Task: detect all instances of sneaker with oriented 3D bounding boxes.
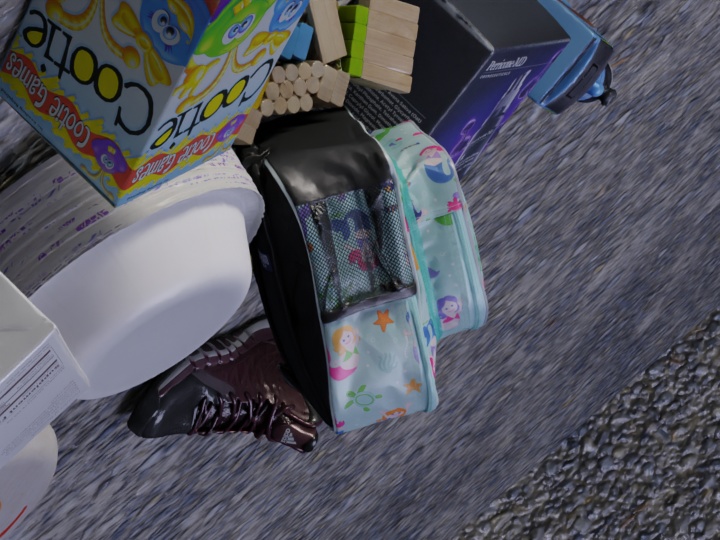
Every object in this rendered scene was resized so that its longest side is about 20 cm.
[{"bbox_3d":[-0.091,0.112,2.152,0.200,0.116,0.076,-30,159,-51],"label":"sneaker"}]

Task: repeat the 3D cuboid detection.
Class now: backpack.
[{"bbox_3d":[0.000,0.000,1.738,0.150,0.200,0.178,-10,-166,-9],"label":"backpack"}]

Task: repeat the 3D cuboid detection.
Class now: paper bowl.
[{"bbox_3d":[-0.147,0.002,1.620,0.200,0.104,0.201,-32,164,-11],"label":"paper bowl"}]

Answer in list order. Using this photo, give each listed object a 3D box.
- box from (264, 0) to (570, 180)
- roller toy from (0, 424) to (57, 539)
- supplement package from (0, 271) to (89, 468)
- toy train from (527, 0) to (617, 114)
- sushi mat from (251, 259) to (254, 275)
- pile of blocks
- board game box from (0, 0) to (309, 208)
[{"bbox_3d":[0.031,-0.120,1.876,0.200,0.104,0.148,-52,165,24],"label":"box"},{"bbox_3d":[-0.271,0.112,1.524,0.200,0.140,0.182,-38,165,-3],"label":"roller toy"},{"bbox_3d":[-0.271,0.062,1.382,0.200,0.156,0.111,-44,165,-10],"label":"supplement package"},{"bbox_3d":[0.139,-0.172,2.026,0.087,0.114,0.200,-47,166,8],"label":"toy train"},{"bbox_3d":[-0.025,-0.007,1.882,0.096,0.200,0.012,-145,-124,-74],"label":"sushi mat"},{"bbox_3d":[-0.050,-0.136,1.719,0.200,0.082,0.062,-22,-163,-41],"label":"pile of blocks"},{"bbox_3d":[-0.097,-0.148,1.409,0.105,0.103,0.200,-31,160,-46],"label":"board game box"}]
